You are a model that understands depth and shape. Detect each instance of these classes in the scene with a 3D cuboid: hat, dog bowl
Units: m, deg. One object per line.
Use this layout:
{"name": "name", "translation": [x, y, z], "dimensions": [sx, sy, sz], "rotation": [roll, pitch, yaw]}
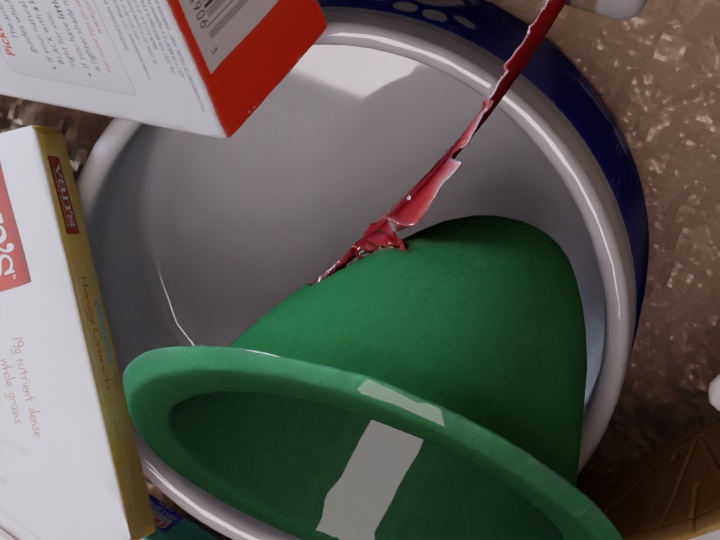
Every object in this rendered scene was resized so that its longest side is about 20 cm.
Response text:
{"name": "hat", "translation": [0.037, -0.007, 0.799], "dimensions": [0.166, 0.176, 0.200], "rotation": [35, 155, -31]}
{"name": "dog bowl", "translation": [0.000, 0.000, 0.868], "dimensions": [0.199, 0.079, 0.201], "rotation": [5, 112, 12]}

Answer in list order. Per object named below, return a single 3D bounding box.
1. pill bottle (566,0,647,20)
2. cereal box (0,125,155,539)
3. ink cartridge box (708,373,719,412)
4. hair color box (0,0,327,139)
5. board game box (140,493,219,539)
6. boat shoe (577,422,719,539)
{"name": "pill bottle", "translation": [0.013, -0.162, 0.785], "dimensions": [0.199, 0.111, 0.111], "rotation": [19, 114, 6]}
{"name": "cereal box", "translation": [-0.181, 0.044, 0.836], "dimensions": [0.199, 0.040, 0.144], "rotation": [-15, 88, 10]}
{"name": "ink cartridge box", "translation": [0.223, 0.000, 0.819], "dimensions": [0.115, 0.068, 0.200], "rotation": [42, 114, -2]}
{"name": "hair color box", "translation": [-0.118, -0.116, 0.801], "dimensions": [0.200, 0.064, 0.111], "rotation": [12, 140, 36]}
{"name": "board game box", "translation": [-0.070, 0.207, 0.920], "dimensions": [0.152, 0.045, 0.200], "rotation": [31, 103, 7]}
{"name": "boat shoe", "translation": [0.094, 0.107, 0.862], "dimensions": [0.069, 0.071, 0.200], "rotation": [46, 145, -18]}
